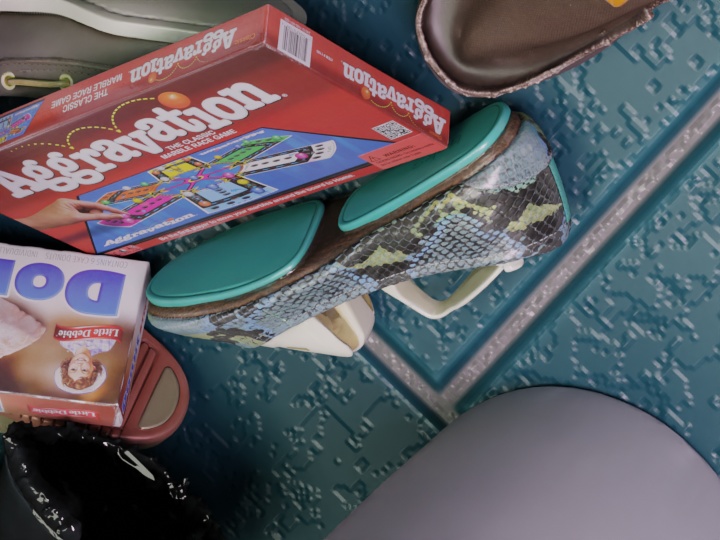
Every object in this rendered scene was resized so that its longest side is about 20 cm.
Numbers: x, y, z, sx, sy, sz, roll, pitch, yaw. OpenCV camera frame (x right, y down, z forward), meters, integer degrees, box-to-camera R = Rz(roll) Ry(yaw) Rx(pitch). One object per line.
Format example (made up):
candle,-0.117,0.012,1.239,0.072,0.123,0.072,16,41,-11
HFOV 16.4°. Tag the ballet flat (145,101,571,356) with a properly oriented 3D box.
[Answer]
ballet flat,0.000,0.000,1.018,0.200,0.074,0.074,-23,99,35

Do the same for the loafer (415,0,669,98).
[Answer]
loafer,0.090,-0.125,0.917,0.200,0.071,0.073,-35,92,33

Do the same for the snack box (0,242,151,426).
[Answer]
snack box,-0.194,0.020,1.082,0.199,0.072,0.024,7,151,5

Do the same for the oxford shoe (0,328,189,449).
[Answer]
oxford shoe,-0.168,0.040,1.128,0.199,0.071,0.074,20,149,13

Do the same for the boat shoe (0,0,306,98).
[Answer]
boat shoe,-0.108,-0.091,1.032,0.201,0.072,0.060,10,113,30

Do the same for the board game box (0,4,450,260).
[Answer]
board game box,-0.072,-0.050,1.000,0.200,0.103,0.020,-17,57,41

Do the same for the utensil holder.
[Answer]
utensil holder,0.052,0.154,0.971,0.169,0.200,0.171,10,113,24

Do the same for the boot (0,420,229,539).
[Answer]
boot,-0.157,0.113,1.102,0.198,0.073,0.163,37,146,0

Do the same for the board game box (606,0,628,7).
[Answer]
board game box,0.092,-0.249,0.763,0.200,0.200,0.200,42,124,-14
